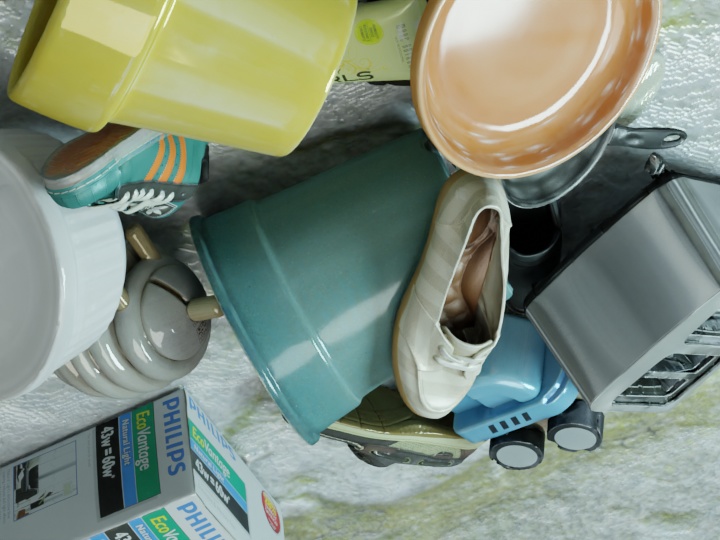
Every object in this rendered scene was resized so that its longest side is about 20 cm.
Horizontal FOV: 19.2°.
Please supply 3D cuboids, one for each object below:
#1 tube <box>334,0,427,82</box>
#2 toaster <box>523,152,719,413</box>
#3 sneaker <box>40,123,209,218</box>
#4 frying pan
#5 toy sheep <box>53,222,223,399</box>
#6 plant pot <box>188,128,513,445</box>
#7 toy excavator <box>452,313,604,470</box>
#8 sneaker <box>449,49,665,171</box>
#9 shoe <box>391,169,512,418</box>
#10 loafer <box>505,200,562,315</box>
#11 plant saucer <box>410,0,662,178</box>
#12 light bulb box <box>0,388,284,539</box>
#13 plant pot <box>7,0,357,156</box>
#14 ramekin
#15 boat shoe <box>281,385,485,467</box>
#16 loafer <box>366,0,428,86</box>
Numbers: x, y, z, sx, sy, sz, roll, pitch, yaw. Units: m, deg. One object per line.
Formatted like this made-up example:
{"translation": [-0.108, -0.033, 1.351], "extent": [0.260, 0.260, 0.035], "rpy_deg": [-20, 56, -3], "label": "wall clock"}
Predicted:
{"translation": [-0.040, -0.160, 1.517], "extent": [0.199, 0.052, 0.058], "rpy_deg": [-2, 178, 18], "label": "tube"}
{"translation": [0.247, 0.015, 1.704], "extent": [0.181, 0.119, 0.199], "rpy_deg": [-44, 152, 26], "label": "toaster"}
{"translation": [-0.156, -0.070, 1.518], "extent": [0.071, 0.200, 0.080], "rpy_deg": [-10, 105, 26], "label": "sneaker"}
{"translation": [0.171, -0.113, 1.575], "extent": [0.189, 0.031, 0.115], "rpy_deg": [-26, 139, -28], "label": "frying pan"}
{"translation": [-0.184, 0.035, 1.658], "extent": [0.199, 0.139, 0.138], "rpy_deg": [-4, 146, 42], "label": "toy sheep"}
{"translation": [0.000, 0.000, 1.640], "extent": [0.195, 0.201, 0.201], "rpy_deg": [-29, 133, 3], "label": "plant pot"}
{"translation": [0.086, 0.082, 1.788], "extent": [0.194, 0.100, 0.200], "rpy_deg": [-23, 134, 38], "label": "toy excavator"}
{"translation": [0.139, -0.136, 1.619], "extent": [0.199, 0.085, 0.075], "rpy_deg": [-23, 138, -25], "label": "sneaker"}
{"translation": [0.069, 0.025, 1.544], "extent": [0.069, 0.053, 0.201], "rpy_deg": [-1, 117, -22], "label": "shoe"}
{"translation": [0.128, -0.031, 1.709], "extent": [0.068, 0.071, 0.201], "rpy_deg": [-11, 135, -2], "label": "loafer"}
{"translation": [0.116, -0.160, 1.451], "extent": [0.199, 0.037, 0.201], "rpy_deg": [-18, 127, -25], "label": "plant saucer"}
{"translation": [-0.191, 0.237, 1.855], "extent": [0.199, 0.125, 0.199], "rpy_deg": [-24, 133, 11], "label": "light bulb box"}
{"translation": [-0.111, -0.171, 1.410], "extent": [0.188, 0.201, 0.201], "rpy_deg": [21, 126, -15], "label": "plant pot"}
{"translation": [-0.261, -0.013, 1.564], "extent": [0.094, 0.202, 0.203], "rpy_deg": [-22, 153, -52], "label": "ramekin"}
{"translation": [0.018, 0.140, 1.847], "extent": [0.200, 0.072, 0.066], "rpy_deg": [9, 126, -26], "label": "boat shoe"}
{"translation": [0.043, -0.209, 1.512], "extent": [0.071, 0.073, 0.201], "rpy_deg": [16, 144, 11], "label": "loafer"}
